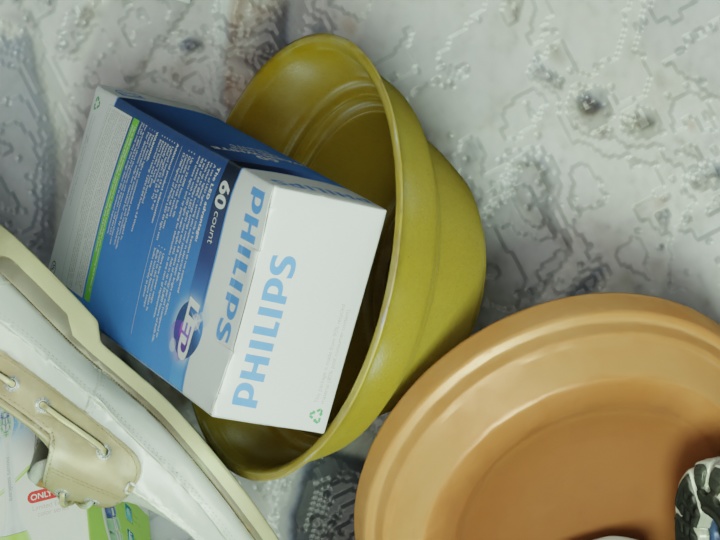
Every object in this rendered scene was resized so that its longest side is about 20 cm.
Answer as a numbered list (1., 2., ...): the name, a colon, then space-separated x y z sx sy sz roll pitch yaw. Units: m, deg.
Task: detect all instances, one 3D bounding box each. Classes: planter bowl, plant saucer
1. planter bowl: 0.000 0.000 1.333 0.083 0.200 0.202 11 99 -29
2. plant saucer: 0.097 0.103 1.313 0.199 0.038 0.201 -9 124 -14

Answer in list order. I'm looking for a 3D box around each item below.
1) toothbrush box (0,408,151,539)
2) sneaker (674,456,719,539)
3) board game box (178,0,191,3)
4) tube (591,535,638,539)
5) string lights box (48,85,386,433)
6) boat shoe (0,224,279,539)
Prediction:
1. toothbrush box: -0.172 0.170 1.356 0.145 0.086 0.201 -15 59 13
2. sneaker: 0.189 0.157 1.312 0.089 0.079 0.201 -16 134 -20
3. board game box: -0.081 -0.231 1.326 0.034 0.134 0.201 14 99 -25
4. tube: 0.119 0.212 1.337 0.077 0.050 0.201 6 127 17
5. string lights box: -0.070 -0.008 1.312 0.059 0.200 0.103 11 100 -30
6. boat shoe: -0.119 0.072 1.306 0.068 0.075 0.200 -44 95 -9
